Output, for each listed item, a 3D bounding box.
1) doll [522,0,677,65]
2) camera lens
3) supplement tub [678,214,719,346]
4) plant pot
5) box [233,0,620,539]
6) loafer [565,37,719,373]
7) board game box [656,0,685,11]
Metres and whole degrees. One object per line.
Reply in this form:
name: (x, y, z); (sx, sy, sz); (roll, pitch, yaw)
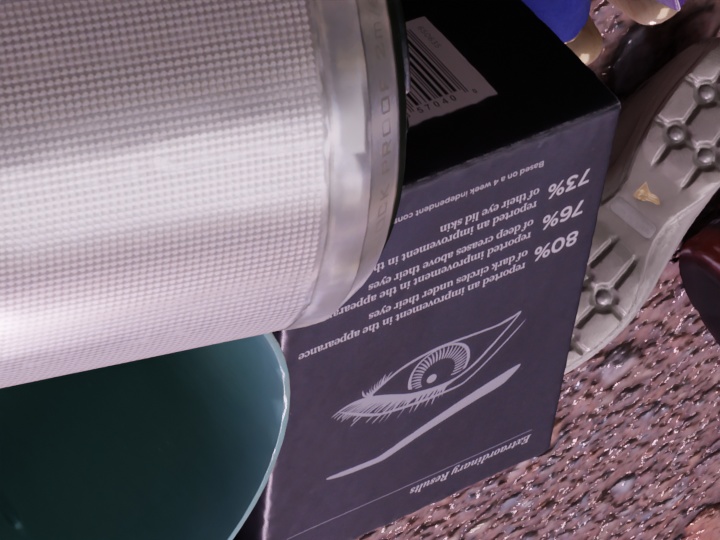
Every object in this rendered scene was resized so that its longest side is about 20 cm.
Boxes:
doll: (0.072, -0.154, 0.980); (0.136, 0.048, 0.200); (-30, 147, -3)
camera lens: (-0.098, -0.050, 0.688); (0.200, 0.160, 0.160); (-11, 138, -20)
supplement tub: (0.267, -0.028, 1.291); (0.200, 0.107, 0.107); (-37, 148, -9)
plant pot: (-0.151, 0.034, 0.853); (0.200, 0.161, 0.201); (-29, 145, -22)
box: (0.000, 0.000, 0.973); (0.148, 0.104, 0.200); (-21, 142, -27)
loafer: (0.112, -0.022, 1.157); (0.200, 0.070, 0.070); (-46, -174, 0)
board game box: (0.109, -0.200, 0.807); (0.165, 0.057, 0.200); (-56, 155, -8)
